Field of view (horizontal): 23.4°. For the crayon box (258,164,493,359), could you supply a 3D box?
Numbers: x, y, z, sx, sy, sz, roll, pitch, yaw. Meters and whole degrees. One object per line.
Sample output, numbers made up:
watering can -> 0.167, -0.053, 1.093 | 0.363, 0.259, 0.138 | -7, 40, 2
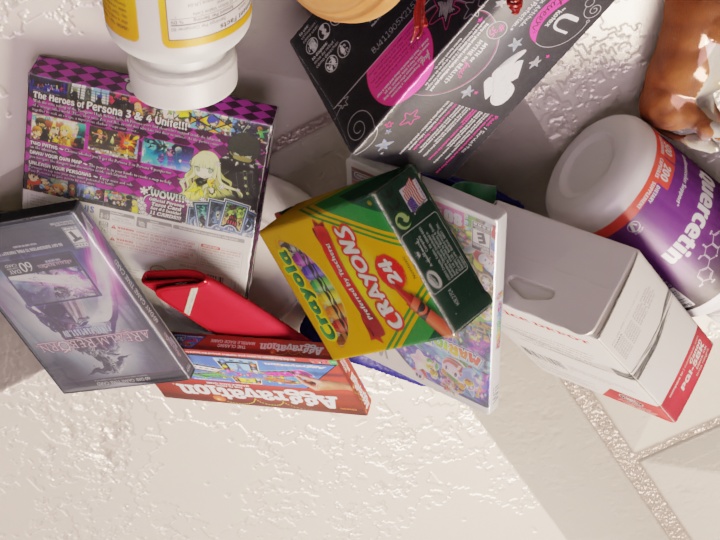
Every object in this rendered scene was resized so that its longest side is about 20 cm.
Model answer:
crayon box -> 0.000, 0.000, 1.370 | 0.200, 0.051, 0.127 | -16, 108, 56

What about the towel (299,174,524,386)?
towel -> 0.048, 0.002, 1.516 | 0.147, 0.050, 0.200 | 20, 122, -15

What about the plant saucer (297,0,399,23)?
plant saucer -> -0.023, -0.271, 1.204 | 0.037, 0.200, 0.201 | -12, 136, -35

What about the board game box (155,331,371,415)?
board game box -> -0.098, 0.089, 1.524 | 0.199, 0.020, 0.103 | 3, 151, 20

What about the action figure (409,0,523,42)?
action figure -> 0.085, -0.202, 1.133 | 0.065, 0.200, 0.099 | 1, 92, -18

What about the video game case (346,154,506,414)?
video game case -> 0.051, 0.011, 1.393 | 0.143, 0.018, 0.201 | 24, 135, 28

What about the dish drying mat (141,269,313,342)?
dish drying mat -> -0.098, 0.049, 1.488 | 0.077, 0.018, 0.200 | -4, 152, 36

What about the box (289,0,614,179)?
box -> 0.066, -0.187, 1.298 | 0.115, 0.132, 0.200 | 13, 130, -45

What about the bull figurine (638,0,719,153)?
bull figurine -> 0.275, -0.179, 1.360 | 0.065, 0.121, 0.200 | -33, 147, -33

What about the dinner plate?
dinner plate -> -0.115, -0.001, 1.513 | 0.199, 0.024, 0.201 | -1, 128, -2

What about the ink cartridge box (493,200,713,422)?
ink cartridge box -> 0.187, 0.035, 1.439 | 0.083, 0.146, 0.200 | -61, 145, -9

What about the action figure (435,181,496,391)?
action figure -> 0.063, 0.024, 1.472 | 0.118, 0.055, 0.201 | -7, 129, 0

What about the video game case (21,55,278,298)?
video game case -> -0.176, -0.072, 1.422 | 0.199, 0.036, 0.182 | 12, 127, 1

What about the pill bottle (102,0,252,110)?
pill bottle -> -0.137, -0.224, 1.280 | 0.112, 0.113, 0.201 | -3, 128, -2

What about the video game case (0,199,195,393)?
video game case -> -0.246, 0.027, 1.477 | 0.142, 0.019, 0.200 | -8, 130, 30

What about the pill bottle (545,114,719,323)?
pill bottle -> 0.258, -0.036, 1.457 | 0.200, 0.113, 0.112 | 34, 119, -27
